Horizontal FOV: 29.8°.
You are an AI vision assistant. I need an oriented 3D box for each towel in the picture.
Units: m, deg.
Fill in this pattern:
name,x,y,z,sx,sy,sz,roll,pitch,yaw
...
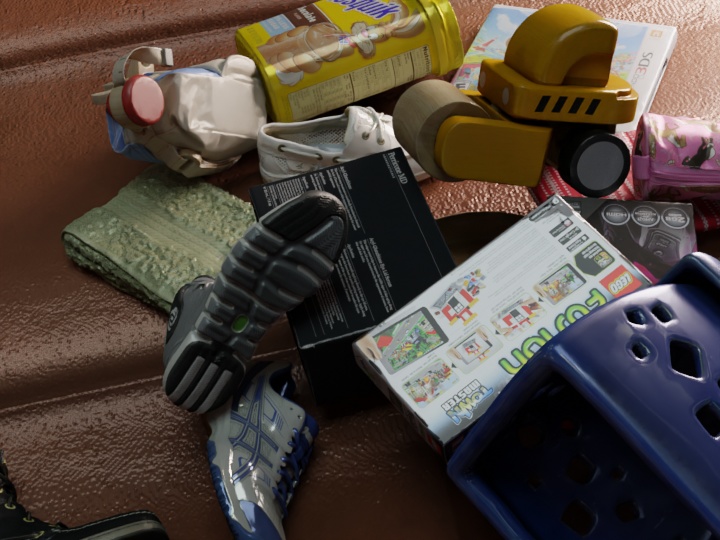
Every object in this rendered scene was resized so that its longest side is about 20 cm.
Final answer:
name,x,y,z,sx,sy,sz,roll,pitch,yaw
towel,0.253,-0.075,1.220,0.200,0.022,0.145,-12,44,-12
towel,-0.168,-0.029,1.253,0.200,0.037,0.148,28,54,32

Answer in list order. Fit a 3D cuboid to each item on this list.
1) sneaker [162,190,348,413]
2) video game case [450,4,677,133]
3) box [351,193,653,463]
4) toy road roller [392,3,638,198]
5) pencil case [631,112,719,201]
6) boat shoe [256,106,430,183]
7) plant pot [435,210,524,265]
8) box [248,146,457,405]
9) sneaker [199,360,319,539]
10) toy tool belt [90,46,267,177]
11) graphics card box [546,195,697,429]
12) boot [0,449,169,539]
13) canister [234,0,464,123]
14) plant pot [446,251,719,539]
name,x,y,z,sx,sy,sz,roll,pitch,yaw
sneaker,-0.097,0.007,1.060,0.200,0.075,0.115,-51,26,3
video game case,0.202,-0.202,1.373,0.200,0.022,0.182,12,48,20
box,0.105,0.040,1.003,0.200,0.035,0.110,-35,61,-12
toy road roller,0.137,-0.151,1.143,0.200,0.146,0.123,2,21,-16
pencil case,0.332,-0.093,1.166,0.200,0.087,0.083,3,74,4
boat shoe,-0.001,-0.123,1.294,0.200,0.069,0.071,-8,43,1
plant pot,0.101,0.026,1.159,0.200,0.028,0.200,-5,44,5
box,0.000,0.000,1.127,0.141,0.079,0.200,-17,45,-4
sneaker,-0.072,0.140,1.040,0.088,0.075,0.200,-14,45,-5
toy tool belt,-0.189,-0.147,1.287,0.123,0.125,0.200,-6,0,37
graphics card box,0.210,0.033,1.084,0.125,0.051,0.200,4,54,2
boot,-0.257,0.184,1.022,0.203,0.074,0.154,-20,50,-5
canister,-0.015,-0.228,1.383,0.200,0.087,0.149,-21,35,-9
plant pot,0.207,0.117,0.897,0.180,0.200,0.200,-35,76,-32
